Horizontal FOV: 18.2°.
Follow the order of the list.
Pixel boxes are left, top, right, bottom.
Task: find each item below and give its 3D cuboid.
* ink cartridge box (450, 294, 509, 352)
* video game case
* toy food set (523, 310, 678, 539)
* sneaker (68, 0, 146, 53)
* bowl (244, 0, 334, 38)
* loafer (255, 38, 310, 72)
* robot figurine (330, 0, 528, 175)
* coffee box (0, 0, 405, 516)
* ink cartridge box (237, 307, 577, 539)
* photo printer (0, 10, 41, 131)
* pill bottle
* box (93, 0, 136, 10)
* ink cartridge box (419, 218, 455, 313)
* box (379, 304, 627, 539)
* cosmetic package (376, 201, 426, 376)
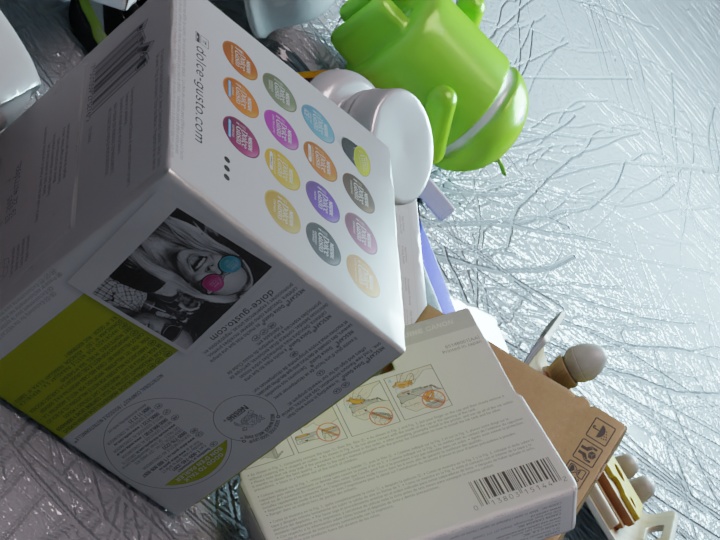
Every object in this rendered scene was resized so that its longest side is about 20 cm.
[{"bbox_3d":[0.068,0.098,1.728,0.173,0.043,0.201,26,36,-46],"label":"ink cartridge box"},{"bbox_3d":[0.022,-0.107,1.860,0.143,0.017,0.200,50,3,-6],"label":"video game case"},{"bbox_3d":[0.200,0.133,1.834,0.201,0.060,0.143,59,13,-1],"label":"toy food set"},{"bbox_3d":[-0.134,-0.149,1.658,0.200,0.083,0.072,50,25,-6],"label":"sneaker"},{"bbox_3d":[-0.044,-0.293,1.867,0.201,0.089,0.203,1,90,-84],"label":"bowl"},{"bbox_3d":[-0.042,-0.090,1.776,0.200,0.072,0.073,46,58,-27],"label":"loafer"},{"bbox_3d":[0.067,-0.170,1.988,0.200,0.115,0.176,43,33,-20],"label":"robot figurine"},{"bbox_3d":[-0.111,-0.012,1.379,0.197,0.200,0.201,37,30,-29],"label":"coffee box"},{"bbox_3d":[0.015,0.122,1.454,0.045,0.198,0.177,88,-20,-43],"label":"ink cartridge box"},{"bbox_3d":[-0.290,-0.143,1.397,0.167,0.069,0.200,51,25,-3],"label":"photo printer"},{"bbox_3d":[-0.052,-0.081,1.550,0.109,0.199,0.110,2,87,-55],"label":"pill bottle"},{"bbox_3d":[-0.208,-0.277,1.602,0.175,0.097,0.200,18,26,6],"label":"box"},{"bbox_3d":[0.012,0.022,1.672,0.199,0.043,0.199,5,54,-42],"label":"ink cartridge box"},{"bbox_3d":[0.061,0.140,1.488,0.163,0.021,0.201,31,64,9],"label":"box"},{"bbox_3d":[0.000,0.000,1.602,0.082,0.051,0.201,18,49,-28],"label":"cosmetic package"}]
